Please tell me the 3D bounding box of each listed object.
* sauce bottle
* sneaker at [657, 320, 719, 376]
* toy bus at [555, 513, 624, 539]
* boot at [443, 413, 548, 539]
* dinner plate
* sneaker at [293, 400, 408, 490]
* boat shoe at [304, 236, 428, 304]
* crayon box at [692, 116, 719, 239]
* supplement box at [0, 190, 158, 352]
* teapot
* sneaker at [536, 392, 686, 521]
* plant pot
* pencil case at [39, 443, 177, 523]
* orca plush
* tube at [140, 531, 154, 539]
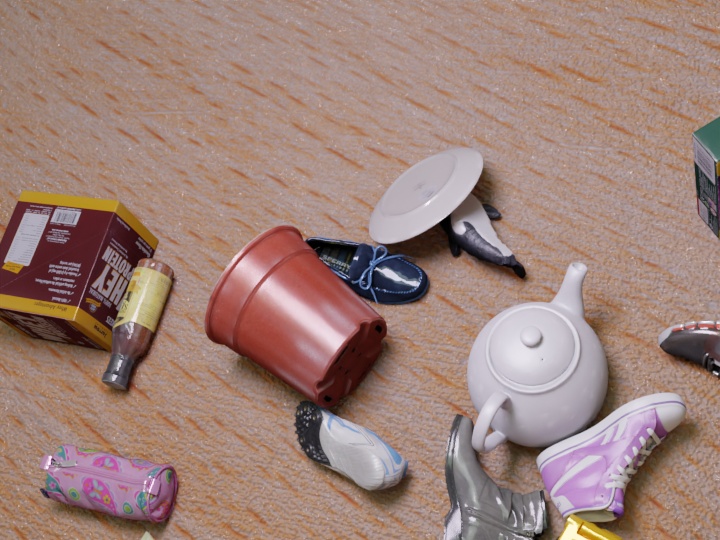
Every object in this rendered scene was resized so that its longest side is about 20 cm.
[{"bbox_3d":[-0.347,0.082,1.599,0.065,0.066,0.202,6,65,23],"label":"sauce bottle"},{"bbox_3d":[0.465,0.114,1.278,0.197,0.077,0.083,6,73,24],"label":"sneaker"},{"bbox_3d":[0.245,0.380,1.158,0.135,0.192,0.202,25,77,27],"label":"toy bus"},{"bbox_3d":[0.173,0.284,1.315,0.129,0.068,0.203,-2,69,11],"label":"boot"},{"bbox_3d":[0.089,-0.116,1.502,0.199,0.024,0.201,-31,29,19],"label":"dinner plate"},{"bbox_3d":[-0.018,0.237,1.409,0.199,0.072,0.073,28,105,41],"label":"sneaker"},{"bbox_3d":[0.000,0.000,1.509,0.197,0.069,0.085,9,68,24],"label":"boat shoe"},{"bbox_3d":[0.512,-0.147,1.314,0.171,0.200,0.059,-32,58,2],"label":"crayon box"},{"bbox_3d":[-0.460,0.001,1.642,0.195,0.133,0.203,7,67,23],"label":"supplement box"},{"bbox_3d":[0.218,0.120,1.313,0.195,0.147,0.202,-15,58,6],"label":"teapot"},{"bbox_3d":[0.322,0.238,1.261,0.199,0.073,0.115,-34,43,14],"label":"sneaker"},{"bbox_3d":[-0.080,0.075,1.441,0.194,0.201,0.201,36,81,22],"label":"plant pot"},{"bbox_3d":[-0.360,0.303,1.483,0.197,0.088,0.089,8,67,22],"label":"pencil case"},{"bbox_3d":[0.161,-0.047,1.492,0.104,0.072,0.200,-18,51,-43],"label":"orca plush"},{"bbox_3d":[-0.248,0.435,1.401,0.198,0.053,0.058,26,34,32],"label":"tube"}]
